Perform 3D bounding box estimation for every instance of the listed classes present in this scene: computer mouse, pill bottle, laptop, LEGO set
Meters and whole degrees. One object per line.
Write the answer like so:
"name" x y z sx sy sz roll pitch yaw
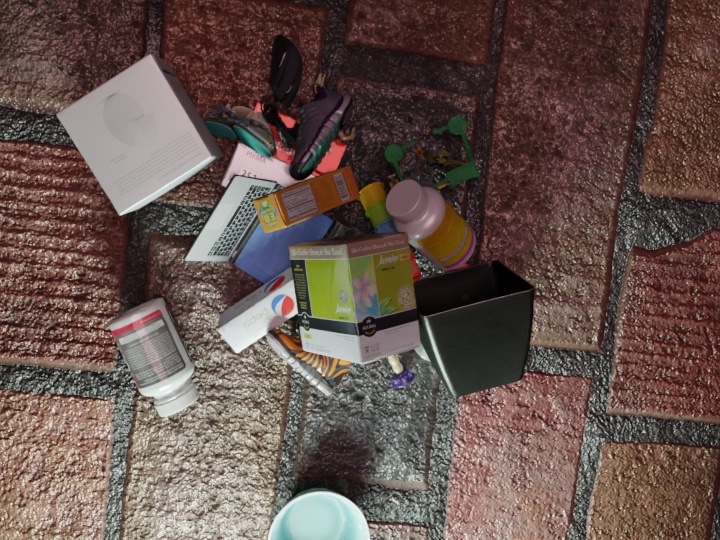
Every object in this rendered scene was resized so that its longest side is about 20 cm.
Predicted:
"computer mouse" -0.124 -0.329 1.317 0.045 0.141 0.202 -5 59 20
"pill bottle" -0.378 0.163 1.323 0.110 0.111 0.202 -24 98 -5
"laptop" -0.184 -0.058 1.306 0.116 0.199 0.188 42 109 22
"pill bottle" 0.128 -0.086 1.310 0.105 0.104 0.200 -54 137 -1
"LEGO set" 0.147 -0.200 1.383 0.198 0.116 0.155 -30 80 8

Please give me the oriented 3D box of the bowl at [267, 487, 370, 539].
"bowl" -0.086 0.515 1.405 0.198 0.105 0.204 -1 95 -9

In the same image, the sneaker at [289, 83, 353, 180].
"sneaker" -0.093 -0.250 1.282 0.087 0.075 0.201 28 61 5

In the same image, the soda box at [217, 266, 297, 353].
"soda box" -0.172 0.068 1.344 0.199 0.068 0.064 -34 112 7

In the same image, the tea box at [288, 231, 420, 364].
"tea box" -0.013 0.041 1.233 0.132 0.199 0.200 -12 98 -33

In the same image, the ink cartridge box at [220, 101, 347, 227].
"ink cartridge box" -0.142 -0.202 1.357 0.198 0.044 0.175 24 93 -10

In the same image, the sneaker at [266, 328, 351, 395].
"sneaker" -0.091 0.146 1.373 0.112 0.077 0.200 -51 129 -10

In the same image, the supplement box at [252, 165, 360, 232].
"supplement box" -0.093 -0.129 1.267 0.199 0.066 0.070 -24 99 -43

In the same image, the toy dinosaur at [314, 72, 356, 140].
"toy dinosaur" -0.059 -0.272 1.363 0.100 0.058 0.203 5 84 3

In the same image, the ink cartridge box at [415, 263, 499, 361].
"ink cartridge box" 0.209 0.096 1.418 0.143 0.084 0.202 21 91 -10

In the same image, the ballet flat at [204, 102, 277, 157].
"ballet flat" -0.206 -0.263 1.281 0.074 0.199 0.075 -29 133 -37

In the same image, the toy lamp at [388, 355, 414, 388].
"toy lamp" 0.045 0.133 1.413 0.058 0.058 0.202 -26 101 -5

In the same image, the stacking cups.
"stacking cups" 0.061 -0.071 1.347 0.060 0.061 0.202 -25 70 -5

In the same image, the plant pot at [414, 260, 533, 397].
"plant pot" 0.198 0.109 1.288 0.197 0.200 0.180 -13 107 -5

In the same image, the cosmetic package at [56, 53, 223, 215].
"cosmetic package" -0.385 -0.238 1.267 0.198 0.123 0.202 -30 98 4

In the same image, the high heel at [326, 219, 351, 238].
"high heel" 0.000 0.000 1.400 0.198 0.072 0.143 27 110 -19
